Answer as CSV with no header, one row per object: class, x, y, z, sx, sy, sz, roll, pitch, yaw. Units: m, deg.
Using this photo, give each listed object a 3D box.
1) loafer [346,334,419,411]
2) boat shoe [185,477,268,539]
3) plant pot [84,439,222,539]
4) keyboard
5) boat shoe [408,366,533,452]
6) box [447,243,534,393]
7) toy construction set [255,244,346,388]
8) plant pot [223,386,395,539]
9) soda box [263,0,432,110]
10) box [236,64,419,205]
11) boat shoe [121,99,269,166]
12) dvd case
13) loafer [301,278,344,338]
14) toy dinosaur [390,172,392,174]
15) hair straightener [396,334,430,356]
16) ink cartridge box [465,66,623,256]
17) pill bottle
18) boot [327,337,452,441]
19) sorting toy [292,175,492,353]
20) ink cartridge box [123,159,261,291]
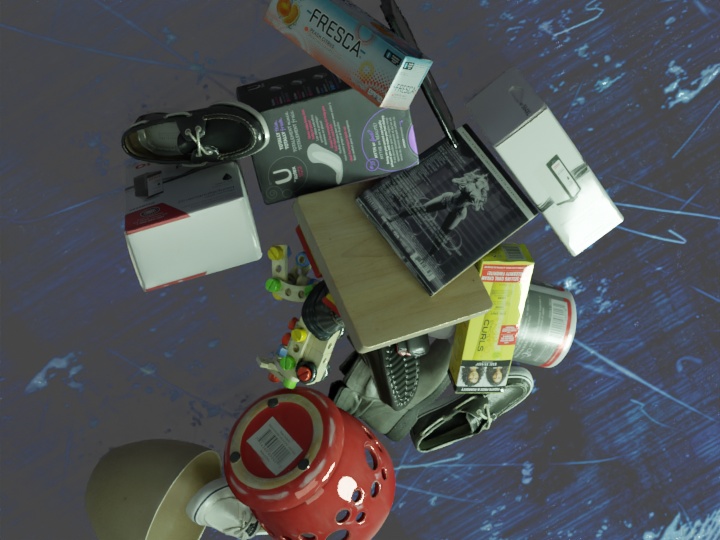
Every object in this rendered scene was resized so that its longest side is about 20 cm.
loafer,0.023,0.093,1.657,0.073,0.071,0.203,-24,101,-46
boat shoe,-0.170,0.342,1.710,0.071,0.070,0.200,-52,153,2
plant pot,-0.299,0.314,1.674,0.133,0.200,0.203,21,118,17
keyboard,0.061,-0.241,1.479,0.039,0.105,0.201,-22,124,12
boat shoe,0.165,0.208,1.770,0.198,0.064,0.071,-27,121,3
box,0.165,0.062,1.562,0.074,0.050,0.202,2,120,-13
toy construction set,-0.086,0.075,1.611,0.092,0.130,0.202,-25,137,-52
plant pot,-0.072,0.266,1.649,0.199,0.202,0.183,-28,138,5
soda box,-0.016,-0.264,1.395,0.063,0.200,0.069,-7,132,-57
box,-0.040,-0.176,1.485,0.197,0.106,0.124,-15,119,-4
boat shoe,-0.196,-0.157,1.424,0.198,0.060,0.075,7,121,33
dvd case,0.108,-0.078,1.497,0.199,0.016,0.149,-35,83,-30
loafer,0.000,0.000,1.552,0.072,0.201,0.073,-15,130,47
toy dinosaur,0.100,-0.097,1.587,0.198,0.061,0.107,20,129,13
hair straightener,0.071,0.012,1.603,0.040,0.077,0.203,-1,89,-23
ink cartridge box,0.231,-0.140,1.542,0.084,0.146,0.200,-36,119,9
pill bottle,0.183,0.059,1.662,0.197,0.114,0.115,13,116,-18
boot,0.047,0.143,1.711,0.130,0.068,0.201,30,108,-19
sorting toy,0.030,-0.005,1.480,0.198,0.201,0.070,-14,161,-33
ink cartridge box,-0.204,-0.072,1.455,0.145,0.201,0.084,-16,118,-3
